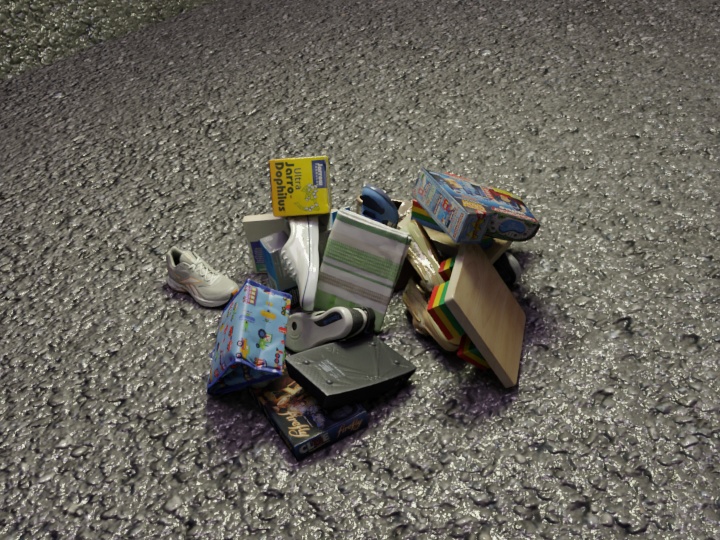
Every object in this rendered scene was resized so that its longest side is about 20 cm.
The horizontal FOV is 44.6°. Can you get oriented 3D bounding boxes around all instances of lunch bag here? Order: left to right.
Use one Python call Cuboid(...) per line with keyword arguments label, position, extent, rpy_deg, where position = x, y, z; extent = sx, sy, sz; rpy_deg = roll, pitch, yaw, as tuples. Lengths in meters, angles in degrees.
Cuboid(label="lunch bag", position=(-0.216, 0.127, 1.531), extent=(0.200, 0.094, 0.151), rpy_deg=(-30, 47, 48))

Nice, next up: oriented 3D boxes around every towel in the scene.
Cuboid(label="towel", position=(0.000, 0.000, 1.631), extent=(0.149, 0.201, 0.031), rpy_deg=(22, 20, 12))

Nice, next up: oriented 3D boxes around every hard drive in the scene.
Cuboid(label="hard drive", position=(-0.017, 0.171, 1.493), extent=(0.200, 0.042, 0.135), rpy_deg=(-11, 33, -39))

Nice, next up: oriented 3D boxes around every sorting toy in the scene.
Cuboid(label="sorting toy", position=(0.206, -0.110, 1.718), extent=(0.198, 0.070, 0.200), rpy_deg=(22, 37, 22))
Cuboid(label="sorting toy", position=(0.199, 0.075, 1.514), extent=(0.069, 0.199, 0.200), rpy_deg=(-25, 23, 29))

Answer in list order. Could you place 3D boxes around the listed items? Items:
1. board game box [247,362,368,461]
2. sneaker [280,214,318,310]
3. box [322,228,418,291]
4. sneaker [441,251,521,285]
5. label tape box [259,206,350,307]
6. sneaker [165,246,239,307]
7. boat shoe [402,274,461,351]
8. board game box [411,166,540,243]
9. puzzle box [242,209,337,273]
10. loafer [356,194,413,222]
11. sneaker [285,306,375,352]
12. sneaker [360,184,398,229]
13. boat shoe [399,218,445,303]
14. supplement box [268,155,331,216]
Cuboid(label="board game box", position=(-0.094, 0.223, 1.492), extent=(0.135, 0.035, 0.200), rpy_deg=(-24, 37, -21))
Cuboid(label="sneaker", position=(-0.114, -0.015, 1.629), extent=(0.071, 0.073, 0.201), rpy_deg=(1, 55, -6))
Cuboid(label="box", position=(0.033, -0.005, 1.737), extent=(0.199, 0.100, 0.075), rpy_deg=(-23, 38, -18))
Cuboid(label="sneaker", position=(0.207, -0.011, 1.721), extent=(0.114, 0.076, 0.200), rpy_deg=(-32, 43, -33))
Cuboid(label="label tape box", position=(-0.088, -0.025, 1.753), extent=(0.199, 0.144, 0.066), rpy_deg=(-21, 35, -16))
Cuboid(label="sneaker", position=(-0.335, 0.009, 1.811), extent=(0.199, 0.092, 0.076), rpy_deg=(17, 43, 33))
Cuboid(label="boat shoe", position=(0.132, 0.089, 1.611), extent=(0.071, 0.065, 0.200), rpy_deg=(16, 28, -28))
Cuboid(label="board game box", position=(0.205, -0.099, 1.550), extent=(0.199, 0.062, 0.200), rpy_deg=(15, 23, -12))
Cuboid(label="puzzle box", position=(-0.136, -0.060, 1.826), extent=(0.199, 0.133, 0.025), rpy_deg=(-3, 35, 8))
Cuboid(label="loafer", position=(0.081, -0.129, 1.935), extent=(0.199, 0.063, 0.072), rpy_deg=(6, 38, 21))
Cuboid(label="sneaker", position=(-0.051, 0.109, 1.619), extent=(0.112, 0.073, 0.200), rpy_deg=(1, -10, -43))
Cuboid(label="sneaker", position=(0.029, -0.086, 1.775), extent=(0.074, 0.200, 0.082), rpy_deg=(30, 58, 33))
Cuboid(label="boat shoe", position=(0.123, 0.001, 1.611), extent=(0.063, 0.073, 0.200), rpy_deg=(-32, 61, 14))
Cuboid(label="supplement box", position=(-0.115, -0.167, 1.723), extent=(0.109, 0.109, 0.200), rpy_deg=(-5, 7, -1))
